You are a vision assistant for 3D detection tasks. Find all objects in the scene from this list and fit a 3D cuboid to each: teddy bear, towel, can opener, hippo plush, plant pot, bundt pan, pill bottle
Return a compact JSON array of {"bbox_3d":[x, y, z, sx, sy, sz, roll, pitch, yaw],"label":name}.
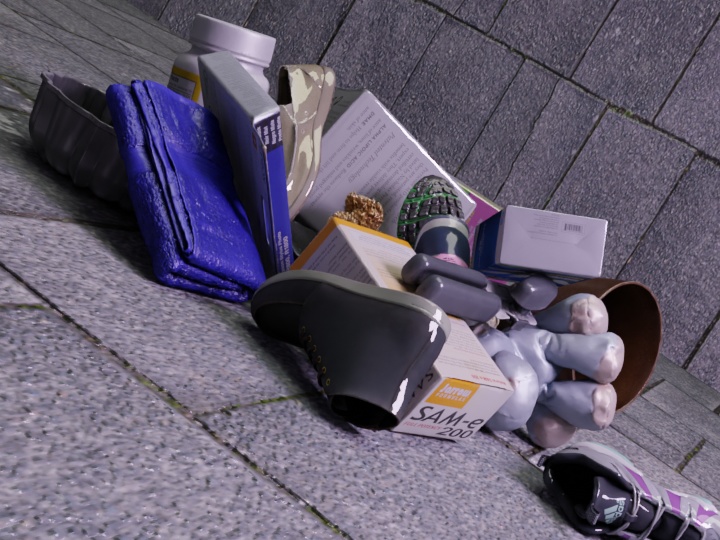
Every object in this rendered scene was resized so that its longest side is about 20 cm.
[{"bbox_3d":[0.000,0.000,1.319,0.146,0.066,0.202,70,13,-53],"label":"teddy bear"},{"bbox_3d":[-0.152,-0.074,1.109,0.147,0.049,0.202,16,49,-55],"label":"towel"},{"bbox_3d":[0.120,0.012,1.151,0.199,0.067,0.054,16,35,-52],"label":"can opener"},{"bbox_3d":[0.168,0.086,1.260,0.160,0.160,0.201,7,42,-46],"label":"hippo plush"},{"bbox_3d":[0.288,0.085,1.708,0.186,0.189,0.199,23,-3,-42],"label":"plant pot"},{"bbox_3d":[-0.249,-0.119,1.228,0.201,0.076,0.202,31,10,-6],"label":"bundt pan"},{"bbox_3d":[-0.168,-0.178,1.368,0.113,0.202,0.114,17,10,-3],"label":"pill bottle"}]

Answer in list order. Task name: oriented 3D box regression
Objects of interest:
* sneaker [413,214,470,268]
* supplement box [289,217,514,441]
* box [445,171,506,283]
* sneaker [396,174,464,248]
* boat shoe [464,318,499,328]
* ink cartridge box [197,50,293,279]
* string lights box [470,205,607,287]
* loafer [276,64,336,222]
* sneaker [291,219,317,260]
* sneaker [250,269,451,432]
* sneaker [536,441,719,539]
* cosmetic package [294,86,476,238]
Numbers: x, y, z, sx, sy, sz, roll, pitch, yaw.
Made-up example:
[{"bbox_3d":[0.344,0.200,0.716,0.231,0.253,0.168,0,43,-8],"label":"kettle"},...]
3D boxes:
[{"bbox_3d":[0.073,0.040,1.255,0.069,0.201,0.083,3,45,1],"label":"sneaker"},{"bbox_3d":[0.036,0.055,1.114,0.125,0.074,0.201,17,32,-51],"label":"supplement box"},{"bbox_3d":[0.107,-0.034,1.645,0.199,0.177,0.097,35,9,19],"label":"box"},{"bbox_3d":[0.067,-0.009,1.383,0.077,0.203,0.085,7,4,-11],"label":"sneaker"},{"bbox_3d":[0.133,0.042,1.441,0.067,0.076,0.200,7,-14,0],"label":"boat shoe"},{"bbox_3d":[-0.103,-0.089,1.202,0.040,0.201,0.200,-16,39,-17],"label":"ink cartridge box"},{"bbox_3d":[0.179,-0.022,1.256,0.101,0.060,0.200,8,-5,-2],"label":"string lights box"},{"bbox_3d":[-0.080,-0.144,1.350,0.068,0.202,0.076,18,-26,-16],"label":"loafer"},{"bbox_3d":[-0.092,-0.037,1.386,0.104,0.060,0.200,26,16,-24],"label":"sneaker"},{"bbox_3d":[-0.031,0.065,1.010,0.198,0.107,0.075,5,-38,37],"label":"sneaker"},{"bbox_3d":[0.245,0.223,1.090,0.199,0.078,0.139,26,6,31],"label":"sneaker"},{"bbox_3d":[0.002,-0.097,1.494,0.200,0.165,0.165,43,-2,-18],"label":"cosmetic package"}]
